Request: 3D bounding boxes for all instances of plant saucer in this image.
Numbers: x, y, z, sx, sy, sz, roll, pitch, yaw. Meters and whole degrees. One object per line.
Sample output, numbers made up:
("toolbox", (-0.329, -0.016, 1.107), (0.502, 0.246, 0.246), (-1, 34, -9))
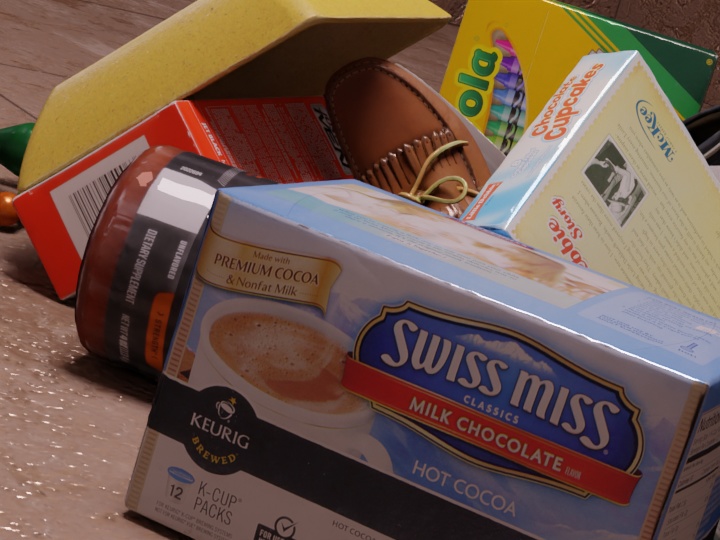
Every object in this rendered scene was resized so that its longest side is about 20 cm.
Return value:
("plant saucer", (-0.072, -0.112, 1.061), (0.199, 0.049, 0.200), (-26, -4, 23))

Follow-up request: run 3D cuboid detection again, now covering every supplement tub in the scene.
("supplement tub", (-0.022, 0.020, 0.888), (0.199, 0.107, 0.107), (19, 12, 10))

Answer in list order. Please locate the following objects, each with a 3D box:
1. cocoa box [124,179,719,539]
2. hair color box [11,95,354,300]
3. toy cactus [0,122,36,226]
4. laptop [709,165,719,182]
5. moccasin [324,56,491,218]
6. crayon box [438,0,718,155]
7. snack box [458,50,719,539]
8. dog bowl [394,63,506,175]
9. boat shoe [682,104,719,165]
("cocoa box", (0.037, 0.057, 0.741), (0.199, 0.132, 0.133), (22, 13, 20))
("hair color box", (-0.087, -0.044, 1.057), (0.064, 0.111, 0.200), (63, 20, 6))
("toy cactus", (-0.216, -0.084, 1.159), (0.164, 0.103, 0.200), (13, 17, 30))
("laptop", (0.211, 0.045, 1.031), (0.103, 0.178, 0.200), (-16, -28, 34))
("moccasin", (0.041, -0.023, 1.058), (0.073, 0.202, 0.078), (-22, 8, 12))
("crayon box", (0.132, -0.081, 1.338), (0.172, 0.201, 0.058), (18, 11, 4))
("snack box", (0.132, 0.015, 0.874), (0.037, 0.116, 0.200), (-1, -47, 50))
("dog bowl", (0.066, -0.040, 1.218), (0.200, 0.059, 0.200), (44, -2, 2))
("boat shoe", (0.181, -0.062, 1.194), (0.062, 0.075, 0.200), (48, -31, -20))
